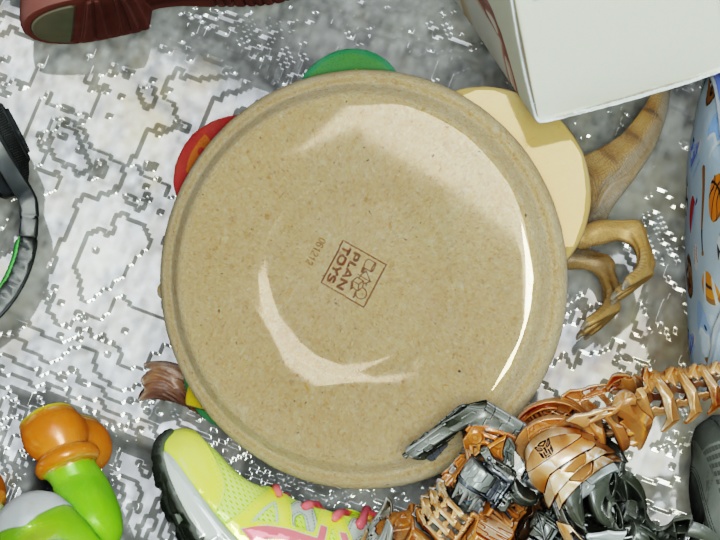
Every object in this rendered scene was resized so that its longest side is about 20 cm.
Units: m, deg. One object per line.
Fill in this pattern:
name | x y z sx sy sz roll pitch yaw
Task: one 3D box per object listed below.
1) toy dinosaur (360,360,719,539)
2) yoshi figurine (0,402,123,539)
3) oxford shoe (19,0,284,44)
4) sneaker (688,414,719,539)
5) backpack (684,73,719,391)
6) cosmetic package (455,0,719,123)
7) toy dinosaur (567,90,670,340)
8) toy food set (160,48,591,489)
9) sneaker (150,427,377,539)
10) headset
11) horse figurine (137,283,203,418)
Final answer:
toy dinosaur | 0.096 0.105 1.266 0.199 0.102 0.136 -27 109 31
yoshi figurine | -0.126 0.171 1.330 0.112 0.112 0.201 -1 53 -41
oxford shoe | -0.078 -0.172 1.417 0.199 0.071 0.075 -11 70 -4
sneaker | 0.164 0.168 1.330 0.090 0.066 0.201 -7 78 -4
backpack | 0.226 -0.029 1.327 0.153 0.200 0.191 10 57 -1
cosmetic package | 0.097 -0.157 1.342 0.103 0.200 0.088 -14 118 -4
toy dinosaur | 0.105 -0.032 1.385 0.199 0.060 0.106 -34 77 -8
toy food set | 0.000 0.000 1.314 0.197 0.049 0.201 13 92 10
sneaker | -0.015 0.138 1.337 0.200 0.078 0.090 44 79 -1
headset | -0.220 -0.060 1.399 0.123 0.094 0.202 0 91 -4
horse figurine | -0.016 0.009 1.366 0.132 0.050 0.200 43 96 6
